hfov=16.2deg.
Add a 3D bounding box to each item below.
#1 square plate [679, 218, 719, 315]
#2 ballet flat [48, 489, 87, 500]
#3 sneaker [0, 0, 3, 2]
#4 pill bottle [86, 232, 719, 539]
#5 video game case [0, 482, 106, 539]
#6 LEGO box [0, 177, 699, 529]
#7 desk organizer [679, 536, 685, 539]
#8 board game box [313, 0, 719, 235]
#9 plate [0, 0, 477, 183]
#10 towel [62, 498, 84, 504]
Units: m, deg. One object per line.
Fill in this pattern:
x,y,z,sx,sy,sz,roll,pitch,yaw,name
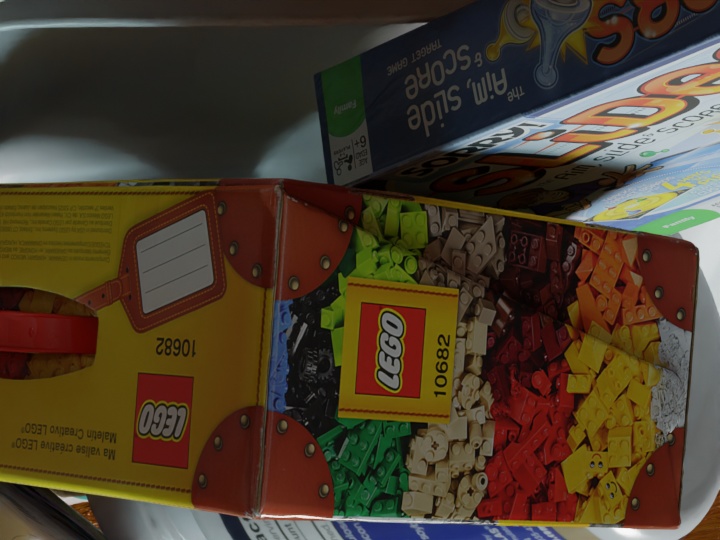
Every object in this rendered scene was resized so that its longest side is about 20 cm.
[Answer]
0.182,0.026,0.865,0.199,0.029,0.198,14,146,-4,square plate
-0.125,0.049,1.023,0.072,0.068,0.200,39,167,-16,ballet flat
-0.114,-0.062,0.525,0.199,0.071,0.073,-3,167,-12,sneaker
0.010,0.046,0.825,0.200,0.116,0.116,-14,165,36,pill bottle
-0.138,0.076,0.894,0.200,0.024,0.182,33,174,33,video game case
-0.033,0.021,0.676,0.149,0.077,0.200,7,177,-42,LEGO box
0.034,0.070,1.015,0.200,0.077,0.072,25,168,33,desk organizer
0.105,-0.055,0.610,0.135,0.035,0.200,5,162,-43,board game box
-0.016,-0.052,0.708,0.199,0.032,0.200,-3,166,-12,plate
-0.114,0.093,1.332,0.199,0.032,0.191,-8,168,16,towel
